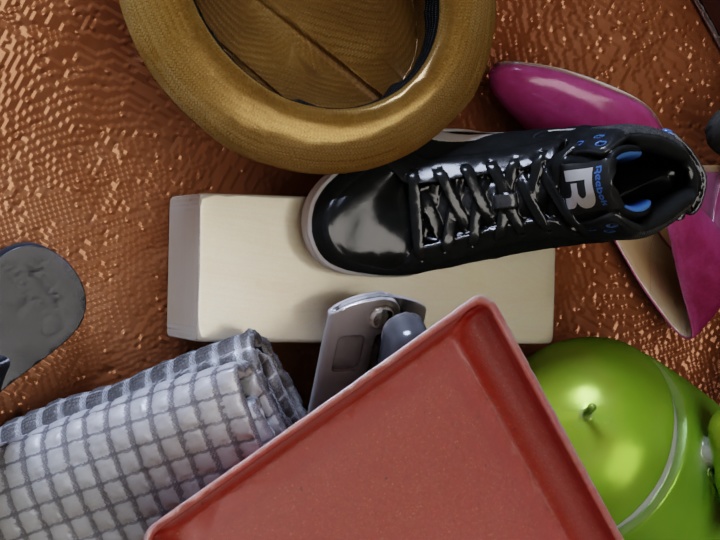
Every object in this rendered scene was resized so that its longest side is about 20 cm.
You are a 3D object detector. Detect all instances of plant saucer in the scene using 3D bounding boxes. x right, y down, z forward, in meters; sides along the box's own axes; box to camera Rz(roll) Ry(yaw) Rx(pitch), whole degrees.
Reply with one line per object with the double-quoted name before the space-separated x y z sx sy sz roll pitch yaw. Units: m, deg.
"plant saucer" 0.021 0.143 0.867 0.199 0.037 0.201 -35 109 -14

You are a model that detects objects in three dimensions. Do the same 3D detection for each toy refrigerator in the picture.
"toy refrigerator" 0.000 0.000 0.971 0.199 0.070 0.076 1 91 -21

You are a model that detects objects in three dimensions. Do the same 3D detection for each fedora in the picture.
"fedora" -0.030 -0.141 0.923 0.199 0.082 0.202 1 84 -10

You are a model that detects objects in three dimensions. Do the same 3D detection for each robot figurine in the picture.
"robot figurine" 0.146 0.108 0.996 0.200 0.175 0.116 34 61 -43

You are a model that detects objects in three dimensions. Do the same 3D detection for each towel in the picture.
"towel" -0.085 0.146 0.921 0.165 0.086 0.201 -20 105 13

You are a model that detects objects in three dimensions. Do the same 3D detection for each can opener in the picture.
"can opener" -0.002 0.100 0.943 0.053 0.067 0.201 -2 125 -20

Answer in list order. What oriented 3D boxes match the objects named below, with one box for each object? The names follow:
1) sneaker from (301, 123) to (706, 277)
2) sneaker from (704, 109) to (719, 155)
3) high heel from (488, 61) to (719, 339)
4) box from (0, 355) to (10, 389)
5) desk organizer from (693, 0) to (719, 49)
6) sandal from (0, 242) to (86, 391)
"sneaker" 0.077 -0.042 0.901 0.199 0.112 0.074 -11 94 -19
"sneaker" 0.277 -0.026 1.008 0.199 0.076 0.091 29 77 5
"high heel" 0.139 -0.040 1.016 0.200 0.067 0.096 29 76 -34
"box" -0.288 0.107 0.823 0.199 0.123 0.199 18 92 -1
"desk organizer" 0.222 -0.188 1.019 0.072 0.077 0.200 -37 108 -12
"sandal" -0.221 0.064 0.909 0.076 0.043 0.200 44 82 -20
